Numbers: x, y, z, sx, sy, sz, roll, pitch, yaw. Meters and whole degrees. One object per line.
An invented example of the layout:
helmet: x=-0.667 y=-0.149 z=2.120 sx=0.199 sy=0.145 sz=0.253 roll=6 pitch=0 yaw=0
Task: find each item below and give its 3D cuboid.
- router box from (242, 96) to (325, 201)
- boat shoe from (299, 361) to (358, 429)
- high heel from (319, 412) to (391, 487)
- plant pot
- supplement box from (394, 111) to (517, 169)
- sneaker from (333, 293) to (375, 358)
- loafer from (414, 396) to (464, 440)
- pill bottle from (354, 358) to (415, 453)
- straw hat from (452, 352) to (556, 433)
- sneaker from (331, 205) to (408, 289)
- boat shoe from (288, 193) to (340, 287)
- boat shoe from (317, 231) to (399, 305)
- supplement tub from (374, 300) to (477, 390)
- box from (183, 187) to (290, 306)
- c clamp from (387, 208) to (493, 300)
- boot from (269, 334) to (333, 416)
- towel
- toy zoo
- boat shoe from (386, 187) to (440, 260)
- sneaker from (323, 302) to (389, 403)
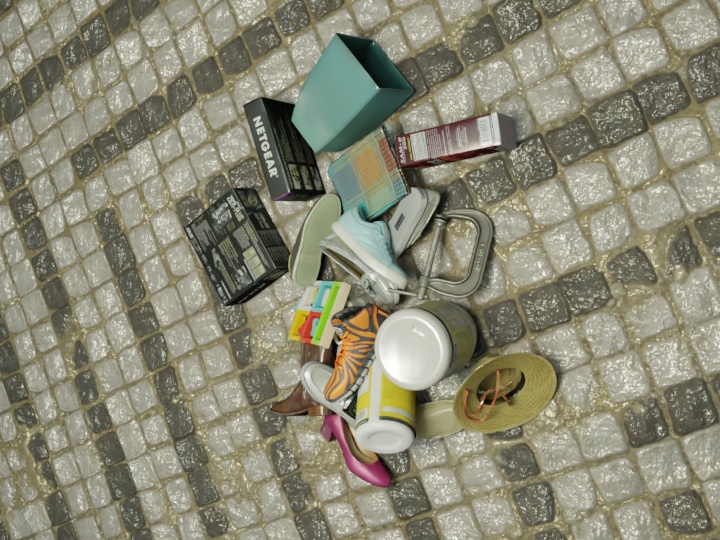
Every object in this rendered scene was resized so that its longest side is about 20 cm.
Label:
router box: x=-0.152 y=-0.242 z=1.576 sx=0.051 sy=0.149 sz=0.202 roll=-20 pitch=85 yaw=25
boat shoe: x=-0.032 y=0.249 z=1.548 sx=0.200 sy=0.074 sz=0.067 roll=40 pitch=157 yaw=-15
high heel: x=-0.003 y=0.350 z=1.589 sx=0.199 sy=0.067 sz=0.097 roll=36 pitch=119 yaw=23
plant pot: x=-0.030 y=-0.329 z=1.519 sx=0.200 sy=0.141 sz=0.142 roll=-46 pitch=74 yaw=30
supplement box: x=0.176 y=-0.235 z=1.434 sx=0.198 sy=0.109 sz=0.062 roll=-9 pitch=91 yaw=28
sneaker: x=-0.030 y=0.150 z=1.564 sx=0.073 sy=0.115 sz=0.202 roll=11 pitch=100 yaw=23
loafer: x=0.128 y=0.297 z=1.521 sx=0.199 sy=0.068 sz=0.076 roll=-18 pitch=88 yaw=28
pill bottle: x=0.050 y=0.236 z=1.488 sx=0.111 sy=0.112 sz=0.201 roll=-18 pitch=45 yaw=26
straw hat: x=0.252 y=0.201 z=1.439 sx=0.202 sy=0.200 sz=0.085 roll=-52 pitch=29 yaw=20
sneaker: x=0.031 y=-0.051 z=1.482 sx=0.082 sy=0.074 sz=0.200 roll=-48 pitch=67 yaw=5
boat shoe: x=-0.100 y=-0.069 z=1.607 sx=0.061 sy=0.071 sz=0.203 roll=39 pitch=111 yaw=59
boat shoe: x=0.000 y=-0.001 z=1.549 sx=0.065 sy=0.075 sz=0.202 roll=-35 pitch=72 yaw=-19
supplement tub: x=0.127 y=0.132 z=1.435 sx=0.144 sy=0.200 sz=0.147 roll=2 pitch=95 yaw=26
box: x=-0.262 y=-0.051 z=1.680 sx=0.163 sy=0.086 sz=0.201 roll=-35 pitch=79 yaw=25
c clamp: x=0.158 y=-0.031 z=1.471 sx=0.170 sy=0.027 sz=0.202 roll=17 pitch=81 yaw=22
boot: x=-0.122 y=0.205 z=1.644 sx=0.185 sy=0.064 sz=0.202 roll=-9 pitch=79 yaw=39
towel: x=0.012 y=-0.177 z=1.522 sx=0.200 sy=0.022 sz=0.148 roll=-30 pitch=79 yaw=52
toy zoo: x=-0.090 y=0.085 z=1.573 sx=0.200 sy=0.020 sz=0.132 roll=-1 pitch=67 yaw=63
boat shoe: x=0.089 y=-0.082 z=1.512 sx=0.072 sy=0.065 sz=0.201 roll=59 pitch=136 yaw=36
sneaker: x=-0.029 y=0.144 z=1.465 sx=0.201 sy=0.112 sz=0.077 roll=-55 pitch=30 yaw=-7
